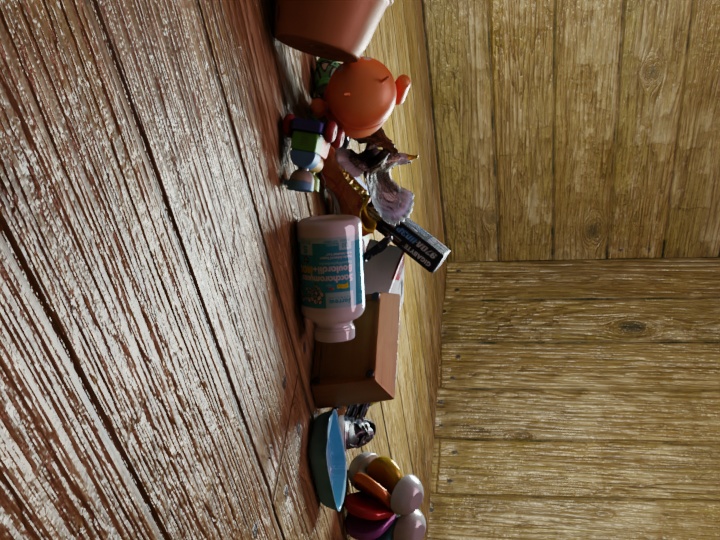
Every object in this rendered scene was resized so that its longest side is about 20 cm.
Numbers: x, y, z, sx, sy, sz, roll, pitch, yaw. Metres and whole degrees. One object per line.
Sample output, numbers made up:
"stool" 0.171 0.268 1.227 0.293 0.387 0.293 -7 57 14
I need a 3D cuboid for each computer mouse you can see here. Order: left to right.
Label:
"computer mouse" 0.000 0.000 1.722 0.034 0.200 0.058 52 42 6

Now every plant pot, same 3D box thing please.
"plant pot" -0.049 -0.404 1.431 0.200 0.197 0.142 9 97 -80

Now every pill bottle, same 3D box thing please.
"pill bottle" -0.047 0.013 1.570 0.111 0.109 0.204 -47 134 -76

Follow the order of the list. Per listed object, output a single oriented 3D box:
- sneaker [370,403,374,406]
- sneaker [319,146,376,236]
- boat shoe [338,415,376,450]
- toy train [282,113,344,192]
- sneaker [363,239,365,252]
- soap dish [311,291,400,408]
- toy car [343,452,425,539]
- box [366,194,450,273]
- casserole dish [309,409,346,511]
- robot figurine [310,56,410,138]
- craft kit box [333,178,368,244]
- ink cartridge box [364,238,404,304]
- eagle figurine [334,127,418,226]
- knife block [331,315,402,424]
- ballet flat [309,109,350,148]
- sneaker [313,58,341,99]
"sneaker" 0.001 0.240 1.925 0.200 0.075 0.077 30 61 -77
"sneaker" -0.023 -0.154 1.780 0.073 0.076 0.202 -71 143 -49
"boat shoe" -0.005 0.329 1.908 0.200 0.065 0.071 43 47 -76
"toy train" -0.076 -0.181 1.543 0.200 0.083 0.118 2 99 -82
"sneaker" -0.038 -0.045 1.707 0.200 0.087 0.075 -42 132 -75
"soap dish" -0.010 0.137 1.686 0.081 0.155 0.203 45 43 -51
"toy car" 0.032 0.487 1.932 0.149 0.174 0.203 -29 125 -39
"box" 0.087 -0.078 1.909 0.046 0.199 0.159 -53 175 10
"casserole dish" -0.058 0.339 1.688 0.122 0.038 0.202 -79 163 -50
"robot figurine" 0.000 -0.284 1.550 0.200 0.142 0.118 174 -61 -84
"craft kit box" -0.017 -0.088 1.948 0.200 0.048 0.201 30 57 -78
"ink cartridge box" 0.033 0.057 1.947 0.201 0.082 0.148 87 22 -58
"eagle figurine" 0.036 -0.188 1.745 0.201 0.149 0.153 95 16 -61
"knife block" 0.017 0.184 1.770 0.064 0.198 0.177 77 -14 -51
"ballet flat" -0.046 -0.271 1.711 0.200 0.072 0.074 50 40 -79
"sneaker" -0.035 -0.342 1.765 0.200 0.077 0.087 26 63 -78
